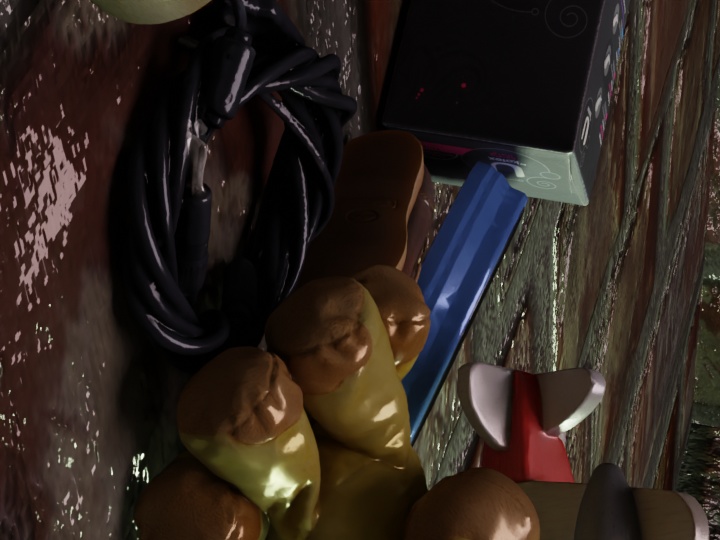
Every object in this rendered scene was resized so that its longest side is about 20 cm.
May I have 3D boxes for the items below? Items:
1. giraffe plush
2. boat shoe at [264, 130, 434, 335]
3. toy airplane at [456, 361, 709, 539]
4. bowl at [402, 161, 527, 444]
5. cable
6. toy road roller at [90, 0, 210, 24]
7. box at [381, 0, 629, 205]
[{"bbox_3d":[0.009,0.119,0.849,0.172,0.162,0.201,-37,154,-33],"label":"giraffe plush"},{"bbox_3d":[0.000,0.000,0.996,0.200,0.070,0.071,-59,150,-54],"label":"boat shoe"},{"bbox_3d":[0.076,0.145,0.985,0.141,0.199,0.201,-13,136,-41],"label":"toy airplane"},{"bbox_3d":[0.044,0.033,1.118,0.201,0.039,0.201,-64,176,-8],"label":"bowl"},{"bbox_3d":[-0.049,-0.029,0.843,0.200,0.050,0.164,53,48,-70],"label":"cable"},{"bbox_3d":[-0.057,-0.200,0.641,0.200,0.146,0.123,-42,162,1],"label":"toy road roller"},{"bbox_3d":[0.099,-0.157,1.167,0.106,0.121,0.201,52,49,-71],"label":"box"}]
